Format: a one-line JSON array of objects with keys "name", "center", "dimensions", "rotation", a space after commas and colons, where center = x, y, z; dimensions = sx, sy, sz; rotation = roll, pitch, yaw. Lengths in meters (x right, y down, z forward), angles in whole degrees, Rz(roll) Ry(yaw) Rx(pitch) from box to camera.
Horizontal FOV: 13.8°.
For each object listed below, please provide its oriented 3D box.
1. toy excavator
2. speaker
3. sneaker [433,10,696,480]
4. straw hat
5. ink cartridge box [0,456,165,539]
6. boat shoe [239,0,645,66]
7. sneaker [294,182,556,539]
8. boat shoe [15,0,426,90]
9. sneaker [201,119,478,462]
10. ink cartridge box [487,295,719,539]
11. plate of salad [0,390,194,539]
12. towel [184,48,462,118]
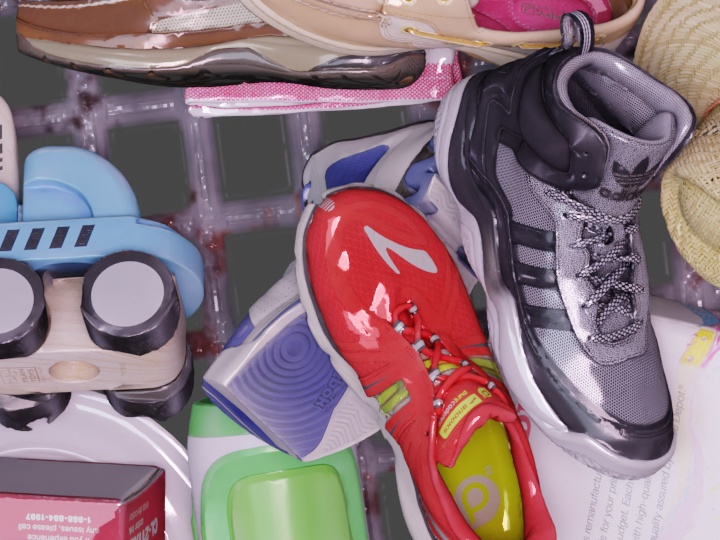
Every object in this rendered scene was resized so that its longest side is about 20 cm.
[{"name": "toy excavator", "center": [-0.174, -0.030, 1.496], "dimensions": [0.193, 0.100, 0.201], "rotation": [-3, 61, 3]}, {"name": "speaker", "center": [-0.034, 0.160, 1.470], "dimensions": [0.088, 0.088, 0.202], "rotation": [-6, 93, 20]}, {"name": "sneaker", "center": [0.104, -0.013, 1.303], "dimensions": [0.114, 0.075, 0.201], "rotation": [-40, 67, 52]}, {"name": "straw hat", "center": [0.184, -0.033, 1.328], "dimensions": [0.200, 0.085, 0.202], "rotation": [25, 135, 28]}, {"name": "ink cartridge box", "center": [-0.175, 0.199, 1.476], "dimensions": [0.145, 0.083, 0.202], "rotation": [2, 99, 9]}, {"name": "boat shoe", "center": [0.039, -0.138, 1.367], "dimensions": [0.199, 0.069, 0.074], "rotation": [6, 71, -22]}, {"name": "sneaker", "center": [0.039, 0.050, 1.327], "dimensions": [0.077, 0.085, 0.201], "rotation": [-29, 100, -14]}, {"name": "boat shoe", "center": [-0.065, -0.127, 1.431], "dimensions": [0.198, 0.076, 0.074], "rotation": [2, 89, 7]}, {"name": "sneaker", "center": [0.000, -0.001, 1.419], "dimensions": [0.200, 0.115, 0.081], "rotation": [-47, 115, -13]}, {"name": "ink cartridge box", "center": [0.155, 0.093, 1.395], "dimensions": [0.199, 0.087, 0.146], "rotation": [12, 98, 16]}, {"name": "plate of salad", "center": [-0.157, 0.155, 1.532], "dimensions": [0.199, 0.048, 0.202], "rotation": [2, 100, 10]}, {"name": "towel", "center": [-0.026, -0.179, 1.460], "dimensions": [0.145, 0.030, 0.202], "rotation": [-3, 94, 19]}]
